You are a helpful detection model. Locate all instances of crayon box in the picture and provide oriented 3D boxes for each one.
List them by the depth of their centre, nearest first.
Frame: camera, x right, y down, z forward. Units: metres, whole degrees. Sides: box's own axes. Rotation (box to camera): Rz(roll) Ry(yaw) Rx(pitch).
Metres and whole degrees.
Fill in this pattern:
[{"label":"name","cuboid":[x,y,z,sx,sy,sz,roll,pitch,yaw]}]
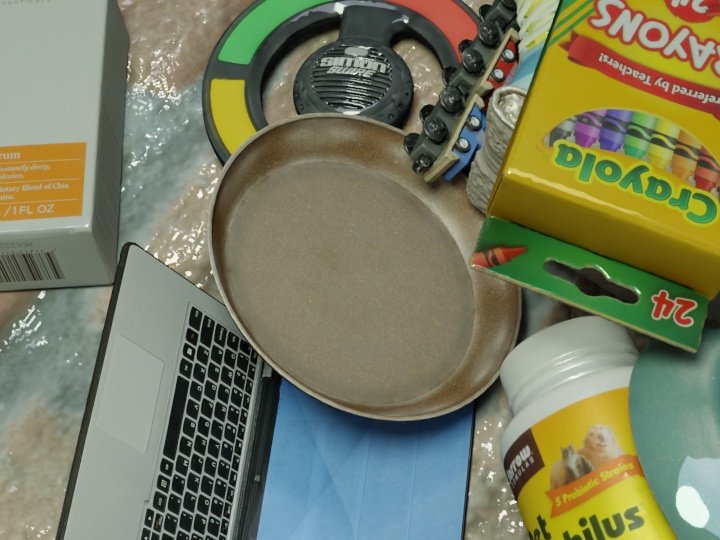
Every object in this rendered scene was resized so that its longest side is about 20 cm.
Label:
[{"label":"crayon box","cuboid":[0.147,-0.072,0.842,0.127,0.051,0.200,20,65,1]}]

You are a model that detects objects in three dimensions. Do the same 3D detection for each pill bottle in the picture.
[{"label":"pill bottle","cuboid":[0.142,0.128,0.873,0.109,0.109,0.200,-16,59,-5]}]

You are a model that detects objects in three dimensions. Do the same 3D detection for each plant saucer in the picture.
[{"label":"plant saucer","cuboid":[0.227,0.105,0.854,0.200,0.036,0.200,25,42,-24]},{"label":"plant saucer","cuboid":[0.000,0.000,0.955,0.200,0.032,0.201,13,58,-22]}]

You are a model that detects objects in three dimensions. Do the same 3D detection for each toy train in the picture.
[{"label":"toy train","cuboid":[0.079,-0.124,1.031,0.046,0.034,0.200,38,51,-11]}]

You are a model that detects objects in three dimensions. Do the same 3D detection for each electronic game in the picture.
[{"label":"electronic game","cuboid":[-0.005,-0.118,1.069,0.199,0.042,0.200,-2,59,4]}]

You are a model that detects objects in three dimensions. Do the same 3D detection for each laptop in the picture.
[{"label":"laptop","cuboid":[-0.043,0.097,0.907,0.116,0.200,0.188,-16,52,35]}]

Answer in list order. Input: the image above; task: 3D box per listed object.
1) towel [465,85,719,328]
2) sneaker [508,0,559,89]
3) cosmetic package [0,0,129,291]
[{"label":"towel","cuboid":[0.151,-0.022,0.929,0.200,0.133,0.035,31,70,8]},{"label":"sneaker","cuboid":[0.112,-0.166,1.001,0.079,0.131,0.200,-25,12,33]},{"label":"cosmetic package","cuboid":[-0.208,-0.090,1.052,0.101,0.071,0.200,-4,59,2]}]
